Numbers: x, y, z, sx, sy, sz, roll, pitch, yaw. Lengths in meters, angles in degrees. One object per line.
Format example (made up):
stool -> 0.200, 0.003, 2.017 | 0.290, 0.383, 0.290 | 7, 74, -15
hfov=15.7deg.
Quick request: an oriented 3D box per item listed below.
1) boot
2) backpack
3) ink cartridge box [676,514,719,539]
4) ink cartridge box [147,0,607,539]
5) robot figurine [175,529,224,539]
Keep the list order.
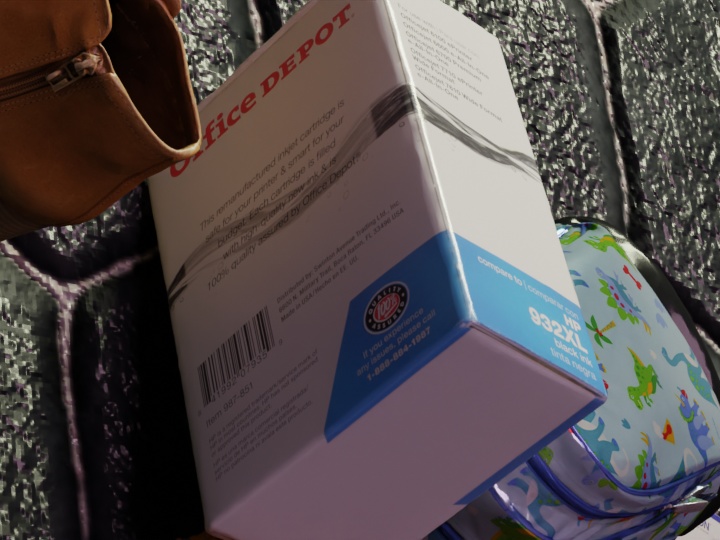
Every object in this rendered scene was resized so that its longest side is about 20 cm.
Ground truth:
boot -> -0.143, -0.112, 0.987 | 0.071, 0.144, 0.202 | -32, 95, -49
backpack -> 0.077, 0.064, 1.132 | 0.200, 0.154, 0.164 | -22, 82, -41
ink cartridge box -> 0.159, 0.212, 1.223 | 0.095, 0.037, 0.201 | 34, 52, -30
ink cartridge box -> 0.000, 0.000, 1.040 | 0.084, 0.145, 0.201 | 27, 35, -37
robot figurine -> -0.073, 0.193, 0.973 | 0.145, 0.058, 0.200 | 49, 43, -13
